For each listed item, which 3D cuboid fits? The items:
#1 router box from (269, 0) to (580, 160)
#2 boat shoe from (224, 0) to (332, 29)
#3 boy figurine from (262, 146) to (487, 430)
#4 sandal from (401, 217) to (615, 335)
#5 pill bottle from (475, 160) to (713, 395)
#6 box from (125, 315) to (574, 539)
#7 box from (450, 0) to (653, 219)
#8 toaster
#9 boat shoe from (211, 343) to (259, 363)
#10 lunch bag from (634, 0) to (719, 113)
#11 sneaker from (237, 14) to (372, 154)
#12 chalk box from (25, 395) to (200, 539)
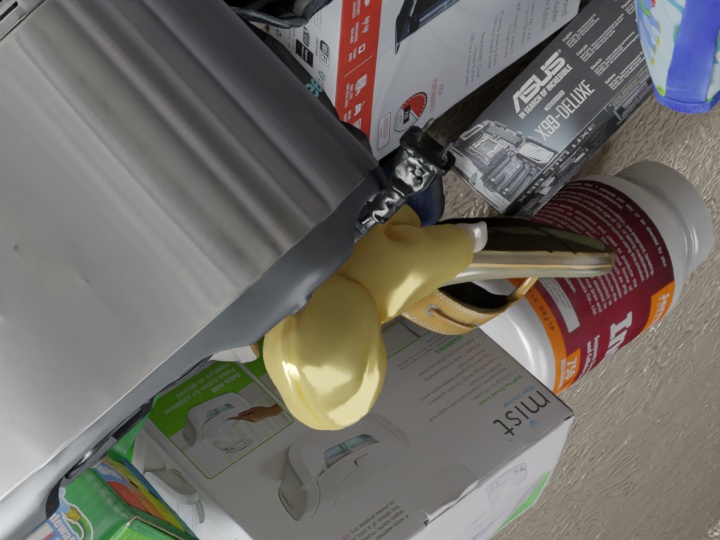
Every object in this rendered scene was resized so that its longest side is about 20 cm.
[{"bbox_3d":[0.039,-0.154,0.865,0.179,0.049,0.200,-37,156,-23],"label":"router box"},{"bbox_3d":[-0.076,-0.119,0.658,0.200,0.091,0.071,-31,153,-35],"label":"boat shoe"},{"bbox_3d":[0.000,0.000,0.890,0.200,0.124,0.065,-77,153,-59],"label":"boy figurine"},{"bbox_3d":[0.037,0.009,1.000,0.199,0.054,0.080,-9,-163,-1],"label":"sandal"},{"bbox_3d":[0.143,0.006,1.242,0.200,0.113,0.113,-32,154,-33],"label":"pill bottle"},{"bbox_3d":[-0.016,0.094,1.015,0.200,0.176,0.097,-33,154,-34],"label":"box"},{"bbox_3d":[0.140,-0.115,1.048,0.200,0.050,0.158,-46,173,9],"label":"box"},{"bbox_3d":[-0.085,-0.018,0.565,0.200,0.129,0.114,-40,-175,21],"label":"toaster"},{"bbox_3d":[-0.095,0.010,0.888,0.069,0.071,0.200,-20,165,2],"label":"boat shoe"},{"bbox_3d":[0.178,-0.197,0.864,0.170,0.127,0.200,82,25,-60],"label":"lunch bag"},{"bbox_3d":[-0.094,-0.012,0.669,0.200,0.079,0.075,-35,-168,3],"label":"sneaker"},{"bbox_3d":[-0.160,0.125,0.871,0.200,0.124,0.125,-46,159,-2],"label":"chalk box"}]
